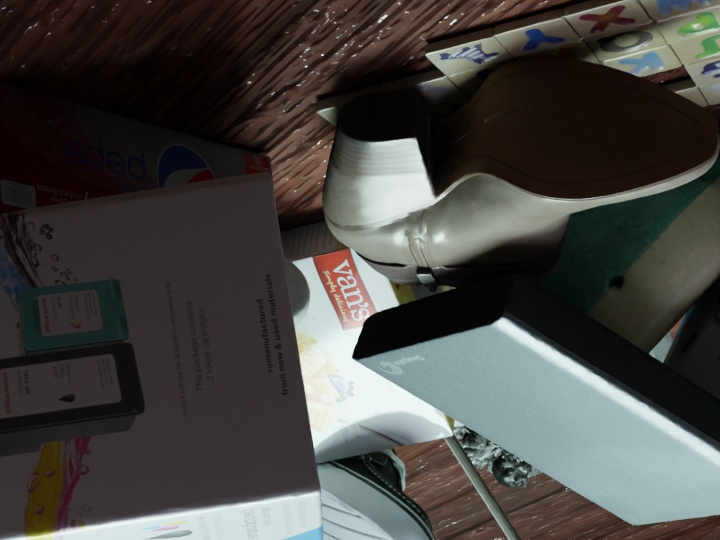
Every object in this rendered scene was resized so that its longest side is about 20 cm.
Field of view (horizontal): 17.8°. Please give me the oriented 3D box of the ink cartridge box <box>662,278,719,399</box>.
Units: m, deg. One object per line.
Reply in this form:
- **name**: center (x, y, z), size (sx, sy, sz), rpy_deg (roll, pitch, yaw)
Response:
- **ink cartridge box**: center (0.235, 0.000, 1.212), size (0.068, 0.116, 0.200), rpy_deg (32, 134, 1)

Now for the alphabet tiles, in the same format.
- **alphabet tiles**: center (0.087, -0.088, 1.102), size (0.199, 0.008, 0.167), rpy_deg (-14, 163, 17)

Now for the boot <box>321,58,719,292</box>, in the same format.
- **boot**: center (0.077, -0.036, 1.103), size (0.199, 0.071, 0.146), rpy_deg (6, 154, 16)

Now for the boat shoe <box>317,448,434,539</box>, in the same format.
- **boat shoe**: center (-0.008, 0.123, 1.378), size (0.071, 0.072, 0.200), rpy_deg (-36, -148, -20)

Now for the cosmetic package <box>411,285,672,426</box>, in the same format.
- **cosmetic package**: center (0.088, 0.045, 1.431), size (0.199, 0.082, 0.113), rpy_deg (-13, 165, 14)

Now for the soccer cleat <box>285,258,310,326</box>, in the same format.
- **soccer cleat**: center (-0.126, 0.019, 1.246), size (0.199, 0.070, 0.078), rpy_deg (-1, 145, -1)

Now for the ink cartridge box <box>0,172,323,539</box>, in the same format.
- **ink cartridge box**: center (-0.125, 0.061, 1.023), size (0.199, 0.147, 0.147), rpy_deg (-9, 163, -3)

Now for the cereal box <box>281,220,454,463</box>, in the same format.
- **cereal box**: center (-0.059, 0.051, 1.313), size (0.199, 0.040, 0.144), rpy_deg (-13, 123, 17)

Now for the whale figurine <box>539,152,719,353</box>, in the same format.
- **whale figurine**: center (0.139, -0.013, 1.254), size (0.159, 0.104, 0.200), rpy_deg (-49, 175, 14)

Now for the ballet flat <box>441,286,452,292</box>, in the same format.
- **ballet flat**: center (0.098, 0.063, 1.325), size (0.070, 0.065, 0.200), rpy_deg (-26, 117, 16)

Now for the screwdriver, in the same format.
- **screwdriver**: center (0.046, 0.094, 1.363), size (0.029, 0.201, 0.028), rpy_deg (-29, 180, 32)

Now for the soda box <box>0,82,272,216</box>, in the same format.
- **soda box**: center (-0.126, -0.033, 1.084), size (0.070, 0.064, 0.200), rpy_deg (-20, 160, 34)

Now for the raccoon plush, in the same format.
- **raccoon plush**: center (0.141, 0.060, 1.568), size (0.200, 0.097, 0.134), rpy_deg (-34, 170, -38)

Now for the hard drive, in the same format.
- **hard drive**: center (0.111, 0.069, 1.183), size (0.200, 0.033, 0.139), rpy_deg (32, 155, -23)
